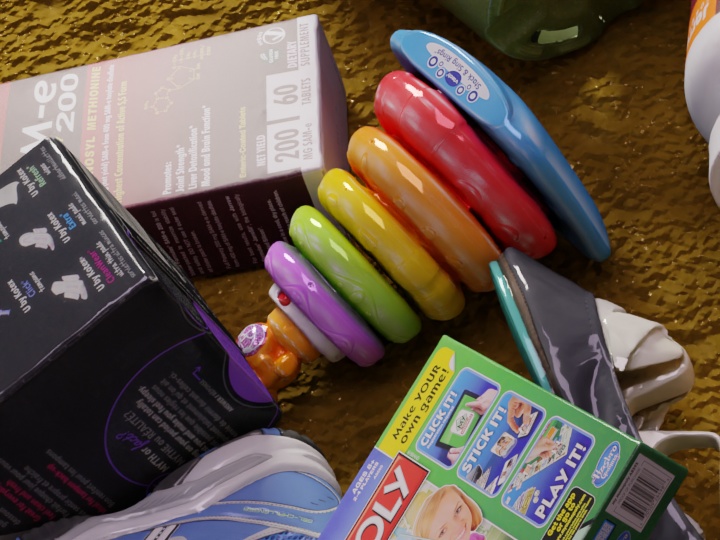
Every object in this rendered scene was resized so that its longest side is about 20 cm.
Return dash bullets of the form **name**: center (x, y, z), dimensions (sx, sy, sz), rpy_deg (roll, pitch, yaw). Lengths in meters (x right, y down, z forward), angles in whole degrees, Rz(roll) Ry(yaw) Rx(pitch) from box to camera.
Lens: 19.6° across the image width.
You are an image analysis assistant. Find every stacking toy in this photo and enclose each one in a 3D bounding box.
- **stacking toy**: center (0.000, 0.000, 0.927), dimensions (0.200, 0.110, 0.116), rpy_deg (-43, 48, -1)

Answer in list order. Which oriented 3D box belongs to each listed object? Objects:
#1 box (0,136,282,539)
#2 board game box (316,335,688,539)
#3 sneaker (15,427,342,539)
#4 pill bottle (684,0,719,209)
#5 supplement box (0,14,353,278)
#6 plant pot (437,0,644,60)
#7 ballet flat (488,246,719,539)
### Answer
- **box**: center (-0.155, 0.064, 0.868), dimensions (0.200, 0.122, 0.106), rpy_deg (-39, 49, -1)
- **board game box**: center (0.021, 0.132, 0.761), dimensions (0.200, 0.029, 0.135), rpy_deg (-59, 33, -3)
- **sneaker**: center (-0.090, 0.138, 0.837), dimensions (0.200, 0.076, 0.077), rpy_deg (-32, 44, -8)
- **pill bottle**: center (0.203, -0.113, 0.933), dimensions (0.113, 0.113, 0.200), rpy_deg (-2, 49, 17)
- **supplement box**: center (-0.108, -0.050, 1.017), dimensions (0.200, 0.061, 0.109), rpy_deg (-12, 48, 9)
- **plant pot**: center (0.062, -0.210, 1.031), dimensions (0.200, 0.200, 0.190), rpy_deg (-31, 59, -10)
- **ballet flat**: center (0.109, 0.068, 0.838), dimensions (0.073, 0.073, 0.200), rpy_deg (-18, 55, 3)
